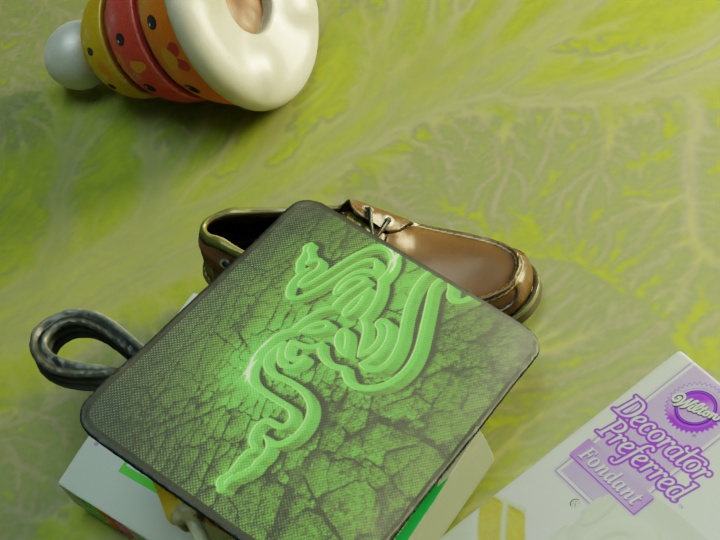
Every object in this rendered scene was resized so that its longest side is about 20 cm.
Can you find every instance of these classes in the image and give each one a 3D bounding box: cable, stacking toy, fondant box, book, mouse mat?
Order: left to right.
[{"bbox_3d":[-0.140,-0.161,1.050,0.199,0.146,0.147,-14,43,36],"label":"stacking toy"},{"bbox_3d":[-0.100,0.059,0.800,0.097,0.050,0.200,-42,54,-13],"label":"cable"},{"bbox_3d":[-0.048,0.107,0.806,0.199,0.048,0.134,22,64,33],"label":"book"},{"bbox_3d":[-0.020,0.054,0.764,0.160,0.008,0.200,31,50,16],"label":"mouse mat"},{"bbox_3d":[0.121,0.147,0.690,0.199,0.058,0.144,-35,47,-13],"label":"fondant box"}]

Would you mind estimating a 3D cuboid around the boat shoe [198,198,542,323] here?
[{"bbox_3d":[0.000,0.000,0.862,0.198,0.068,0.072,-1,48,19],"label":"boat shoe"}]
